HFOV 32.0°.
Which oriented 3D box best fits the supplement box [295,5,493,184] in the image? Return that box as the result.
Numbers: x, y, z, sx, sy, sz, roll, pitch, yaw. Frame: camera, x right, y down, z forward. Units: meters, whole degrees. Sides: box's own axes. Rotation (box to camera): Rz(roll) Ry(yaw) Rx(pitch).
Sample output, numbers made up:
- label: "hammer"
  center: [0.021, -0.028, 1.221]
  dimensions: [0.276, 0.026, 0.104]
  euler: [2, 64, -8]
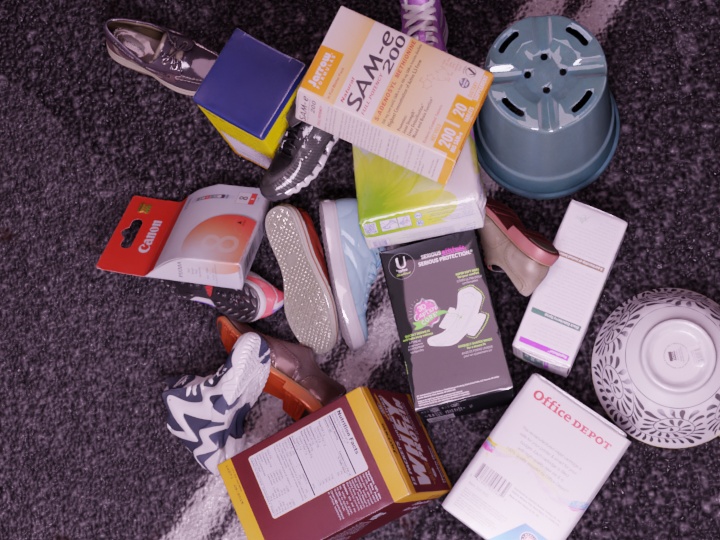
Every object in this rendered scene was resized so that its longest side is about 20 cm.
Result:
- label: "supplement box"
  center: [0.039, -0.204, 1.459]
  dimensions: [0.199, 0.074, 0.127]
  euler: [24, 70, 3]

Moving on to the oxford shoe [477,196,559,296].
- label: "oxford shoe"
  center: [0.168, -0.041, 1.583]
  dimensions: [0.075, 0.070, 0.200]
  euler: [-62, 36, 17]

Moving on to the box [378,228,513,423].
- label: "box"
  center: [0.109, 0.072, 1.550]
  dimensions: [0.123, 0.149, 0.202]
  euler: [-13, 76, 4]

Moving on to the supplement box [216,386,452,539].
- label: "supplement box"
  center: [-0.025, 0.246, 1.489]
  dimensions: [0.199, 0.197, 0.134]
  euler: [-29, 74, 13]

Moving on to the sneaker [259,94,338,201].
- label: "sneaker"
  center: [-0.064, -0.177, 1.536]
  dimensions: [0.200, 0.090, 0.066]
  euler: [-46, 43, 0]

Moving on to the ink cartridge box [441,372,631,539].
- label: "ink cartridge box"
  center: [0.215, 0.248, 1.527]
  dimensions: [0.144, 0.085, 0.201]
  euler: [35, 85, 14]

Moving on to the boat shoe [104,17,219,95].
- label: "boat shoe"
  center: [-0.268, -0.299, 1.736]
  dimensions: [0.199, 0.065, 0.072]
  euler: [23, 80, 12]

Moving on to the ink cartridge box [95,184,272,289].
- label: "ink cartridge box"
  center: [-0.228, -0.056, 1.639]
  dimensions: [0.198, 0.050, 0.163]
  euler: [9, 42, 6]

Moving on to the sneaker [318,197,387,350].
- label: "sneaker"
  center: [0.000, 0.000, 1.625]
  dimensions: [0.081, 0.074, 0.202]
  euler: [-9, 83, -6]

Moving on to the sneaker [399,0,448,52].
- label: "sneaker"
  center: [0.072, -0.295, 1.558]
  dimensions: [0.072, 0.115, 0.202]
  euler: [-10, 46, 7]

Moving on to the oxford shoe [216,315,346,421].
- label: "oxford shoe"
  center: [-0.105, 0.119, 1.625]
  dimensions: [0.200, 0.072, 0.073]
  euler: [41, 59, 17]

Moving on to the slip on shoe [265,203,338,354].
- label: "slip on shoe"
  center: [-0.068, 0.009, 1.632]
  dimensions: [0.074, 0.061, 0.202]
  euler: [-16, 91, 28]

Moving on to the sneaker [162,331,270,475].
- label: "sneaker"
  center: [-0.195, 0.147, 1.591]
  dimensions: [0.129, 0.079, 0.201]
  euler: [29, 123, 23]

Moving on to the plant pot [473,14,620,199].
- label: "plant pot"
  center: [0.232, -0.213, 1.574]
  dimensions: [0.198, 0.196, 0.202]
  euler: [-2, 77, 7]

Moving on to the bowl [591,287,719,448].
- label: "bowl"
  center: [0.383, 0.112, 1.529]
  dimensions: [0.199, 0.094, 0.203]
  euler: [-2, 78, 8]

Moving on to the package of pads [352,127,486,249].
- label: "package of pads"
  center: [0.071, -0.128, 1.539]
  dimensions: [0.153, 0.068, 0.201]
  euler: [-11, 52, 8]

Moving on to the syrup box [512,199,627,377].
- label: "syrup box"
  center: [0.262, 0.025, 1.574]
  dimensions: [0.081, 0.079, 0.201]
  euler: [23, 82, 12]

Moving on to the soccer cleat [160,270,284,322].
- label: "soccer cleat"
  center: [-0.190, 0.013, 1.661]
  dimensions: [0.199, 0.073, 0.069]
  euler: [24, 107, 30]

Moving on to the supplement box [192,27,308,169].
- label: "supplement box"
  center: [-0.120, -0.207, 1.622]
  dimensions: [0.108, 0.200, 0.110]
  euler: [30, 83, 15]
